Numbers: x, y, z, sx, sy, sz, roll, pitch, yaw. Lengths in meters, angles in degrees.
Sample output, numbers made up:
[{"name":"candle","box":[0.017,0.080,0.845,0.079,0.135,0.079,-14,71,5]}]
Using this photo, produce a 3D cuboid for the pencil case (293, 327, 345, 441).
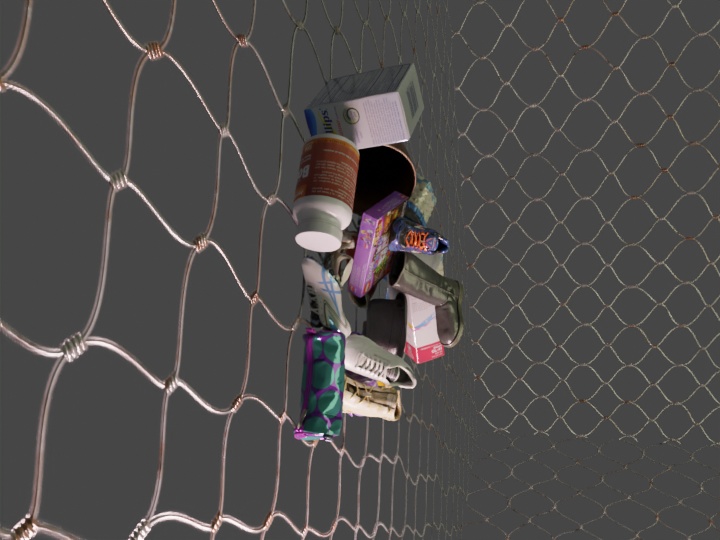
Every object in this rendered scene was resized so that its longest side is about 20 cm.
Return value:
[{"name":"pencil case","box":[-0.075,0.213,1.144,0.092,0.085,0.202,20,68,-47]}]

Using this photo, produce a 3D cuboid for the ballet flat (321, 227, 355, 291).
[{"name":"ballet flat","box":[-0.045,-0.037,1.282,0.072,0.071,0.202,58,35,-59]}]

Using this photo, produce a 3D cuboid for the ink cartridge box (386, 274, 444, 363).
[{"name":"ink cartridge box","box":[0.137,0.110,1.548,0.148,0.085,0.201,-140,-140,-64]}]

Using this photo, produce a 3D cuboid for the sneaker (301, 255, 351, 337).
[{"name":"sneaker","box":[-0.074,0.064,1.195,0.072,0.072,0.201,-36,122,-30]}]

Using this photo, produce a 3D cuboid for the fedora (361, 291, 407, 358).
[{"name":"fedora","box":[0.050,0.137,1.425,0.201,0.090,0.178,-83,-174,-48]}]

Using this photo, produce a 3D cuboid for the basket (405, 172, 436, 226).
[{"name":"basket","box":[0.116,-0.162,1.709,0.201,0.139,0.176,-58,157,-12]}]

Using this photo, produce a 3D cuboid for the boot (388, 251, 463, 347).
[{"name":"boot","box":[0.149,0.062,1.391,0.199,0.072,0.183,29,53,-39]}]

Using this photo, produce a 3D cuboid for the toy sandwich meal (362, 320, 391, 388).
[{"name":"toy sandwich meal","box":[0.048,0.216,1.590,0.205,0.070,0.207,-2,90,-84]}]

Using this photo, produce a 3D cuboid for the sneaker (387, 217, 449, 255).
[{"name":"sneaker","box":[0.127,-0.070,1.320,0.199,0.078,0.076,-1,103,-54]}]

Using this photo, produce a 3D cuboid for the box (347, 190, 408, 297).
[{"name":"box","box":[0.037,-0.056,1.321,0.137,0.039,0.201,-39,149,-48]}]

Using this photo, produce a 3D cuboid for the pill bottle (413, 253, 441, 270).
[{"name":"pill bottle","box":[0.102,-0.060,1.522,0.111,0.200,0.113,-11,114,-27]}]

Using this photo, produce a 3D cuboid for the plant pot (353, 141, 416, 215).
[{"name":"plant pot","box":[0.024,-0.257,1.378,0.201,0.185,0.188,-92,169,-47]}]

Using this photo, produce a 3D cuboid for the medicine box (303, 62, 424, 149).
[{"name":"medicine box","box":[0.012,-0.331,1.252,0.183,0.199,0.103,-67,145,-52]}]

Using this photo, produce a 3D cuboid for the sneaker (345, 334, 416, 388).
[{"name":"sneaker","box":[0.027,0.192,1.275,0.077,0.199,0.080,-66,-157,8]}]

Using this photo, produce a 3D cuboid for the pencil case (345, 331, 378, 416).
[{"name":"pencil case","box":[-0.008,0.233,1.376,0.085,0.084,0.201,-31,125,-25]}]

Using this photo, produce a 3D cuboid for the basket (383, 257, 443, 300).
[{"name":"basket","box":[0.148,0.032,1.691,0.139,0.176,0.201,-8,115,-46]}]

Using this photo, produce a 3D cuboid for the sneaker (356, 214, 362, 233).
[{"name":"sneaker","box":[0.015,-0.158,1.502,0.080,0.071,0.202,26,68,-49]}]

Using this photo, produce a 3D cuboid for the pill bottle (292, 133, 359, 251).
[{"name":"pill bottle","box":[-0.066,-0.143,1.143,0.112,0.111,0.201,55,37,-61]}]

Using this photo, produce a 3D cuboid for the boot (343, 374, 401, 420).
[{"name":"boot","box":[0.000,0.252,1.261,0.200,0.154,0.073,67,35,-52]}]

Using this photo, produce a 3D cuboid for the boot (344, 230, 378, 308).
[{"name":"boot","box":[0.000,0.000,1.428,0.201,0.074,0.108,72,29,-46]}]
